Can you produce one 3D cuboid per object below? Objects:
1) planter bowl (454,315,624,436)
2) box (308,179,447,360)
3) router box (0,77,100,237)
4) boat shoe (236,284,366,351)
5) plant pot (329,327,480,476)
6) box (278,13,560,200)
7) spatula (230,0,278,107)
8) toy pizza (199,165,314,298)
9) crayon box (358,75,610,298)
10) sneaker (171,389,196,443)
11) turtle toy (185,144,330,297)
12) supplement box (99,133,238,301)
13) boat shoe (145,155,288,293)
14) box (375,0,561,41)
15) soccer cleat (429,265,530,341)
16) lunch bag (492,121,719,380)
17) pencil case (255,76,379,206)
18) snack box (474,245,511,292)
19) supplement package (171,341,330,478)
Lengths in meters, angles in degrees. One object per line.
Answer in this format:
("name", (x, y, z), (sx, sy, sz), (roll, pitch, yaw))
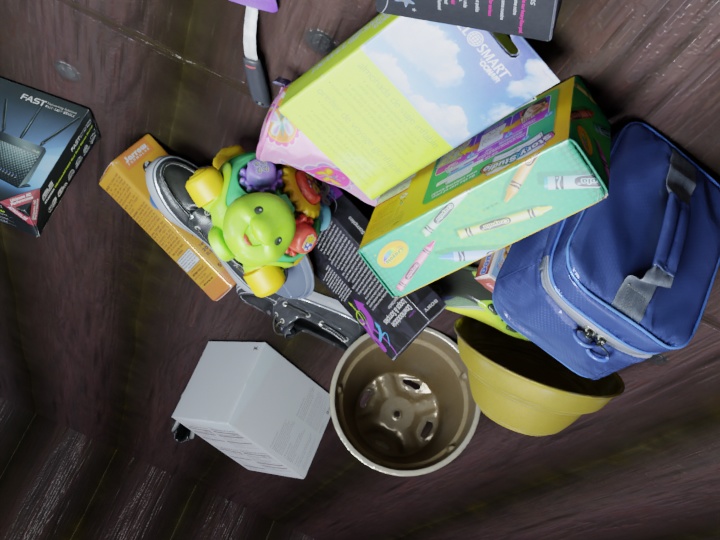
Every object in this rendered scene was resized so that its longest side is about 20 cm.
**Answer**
("planter bowl", (0.187, 0.129, 1.069), (0.200, 0.084, 0.200), (17, -164, -5))
("box", (0.000, 0.000, 1.071), (0.200, 0.036, 0.143), (49, 154, 7))
("router box", (-0.429, -0.145, 1.099), (0.199, 0.150, 0.062), (20, 154, 6))
("boat shoe", (-0.087, 0.065, 1.314), (0.199, 0.066, 0.070), (19, 154, 7))
("plant pot", (0.056, 0.192, 1.323), (0.200, 0.201, 0.184), (21, 164, 4))
("box", (0.045, -0.150, 0.762), (0.200, 0.048, 0.122), (-30, 120, 34))
("spatula", (-0.099, -0.208, 0.863), (0.056, 0.021, 0.200), (18, 154, 8))
("toy pizza", (-0.123, -0.048, 1.128), (0.200, 0.032, 0.200), (37, 155, 20))
("crayon box", (0.101, -0.067, 0.772), (0.200, 0.119, 0.058), (-27, 113, 29))
("sneaker", (-0.344, 0.296, 1.896), (0.075, 0.116, 0.200), (23, 154, 1))
("turtle toy", (-0.093, -0.057, 0.941), (0.101, 0.200, 0.146), (-26, 105, 22))
("supplement box", (-0.211, -0.061, 1.116), (0.200, 0.067, 0.069), (45, 150, -5))
("boat shoe", (-0.154, -0.053, 1.057), (0.200, 0.069, 0.057), (47, 153, -19))
("box", (0.076, -0.248, 0.522), (0.114, 0.132, 0.200), (14, 153, 10))
("soccer cleat", (0.133, 0.027, 1.090), (0.200, 0.065, 0.084), (20, 177, 0))
("lunch bag", (0.210, -0.013, 0.779), (0.136, 0.200, 0.132), (33, 150, -9))
("pencil case", (0.002, -0.111, 0.897), (0.199, 0.088, 0.087), (23, 154, 1))
("snack box", (0.206, 0.031, 1.008), (0.200, 0.072, 0.024), (37, 151, -25))
("supplement package", (-0.177, 0.234, 1.604), (0.150, 0.152, 0.200), (-3, 144, 43))
